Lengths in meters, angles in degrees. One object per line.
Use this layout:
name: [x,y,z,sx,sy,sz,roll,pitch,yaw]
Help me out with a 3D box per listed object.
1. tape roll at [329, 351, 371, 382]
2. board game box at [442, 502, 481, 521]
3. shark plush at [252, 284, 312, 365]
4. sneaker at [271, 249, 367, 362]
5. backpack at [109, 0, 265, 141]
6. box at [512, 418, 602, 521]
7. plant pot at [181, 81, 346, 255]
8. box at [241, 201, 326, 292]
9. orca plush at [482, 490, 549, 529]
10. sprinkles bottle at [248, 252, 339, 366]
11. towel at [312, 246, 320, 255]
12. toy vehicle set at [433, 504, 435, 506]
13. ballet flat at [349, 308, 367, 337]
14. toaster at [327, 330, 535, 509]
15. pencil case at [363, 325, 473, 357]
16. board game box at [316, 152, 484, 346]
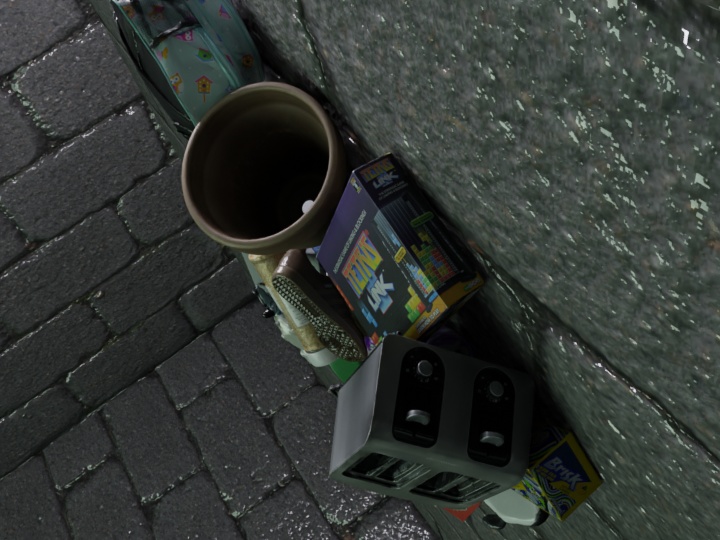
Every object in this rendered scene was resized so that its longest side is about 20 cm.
tape roll: [-0.009,0.123,1.229,0.201,0.048,0.201,50,-163,-20]
board game box: [0.090,0.234,1.005,0.152,0.041,0.200,36,-162,-10]
shark plush: [-0.110,0.091,1.267,0.198,0.084,0.091,27,143,-11]
sneaker: [-0.042,0.047,1.025,0.070,0.076,0.201,-9,131,41]
backpack: [-0.208,-0.264,0.927,0.202,0.151,0.176,63,173,12]
box: [0.190,0.215,0.834,0.071,0.064,0.200,56,168,-6]
plant pot: [-0.096,-0.103,0.891,0.201,0.200,0.175,51,-176,20]
box: [-0.120,-0.039,1.191,0.201,0.122,0.099,90,-176,-69]
orca plush: [0.205,0.316,1.030,0.070,0.107,0.199,18,162,-32]
sprinkles bottle: [-0.090,0.046,1.074,0.202,0.068,0.068,61,167,-18]
towel: [0.000,0.000,0.993,0.111,0.049,0.200,35,-174,-30]
toy vehicle set: [0.108,0.216,0.948,0.125,0.027,0.199,49,-152,16]
ballet flat: [0.032,0.088,1.159,0.201,0.070,0.071,54,169,20]
toaster: [0.066,0.171,0.784,0.178,0.120,0.200,18,147,-12]
pencil case: [0.073,0.102,0.952,0.200,0.084,0.086,-163,60,-69]
board game box: [0.033,-0.002,0.781,0.166,0.056,0.200,54,154,12]
